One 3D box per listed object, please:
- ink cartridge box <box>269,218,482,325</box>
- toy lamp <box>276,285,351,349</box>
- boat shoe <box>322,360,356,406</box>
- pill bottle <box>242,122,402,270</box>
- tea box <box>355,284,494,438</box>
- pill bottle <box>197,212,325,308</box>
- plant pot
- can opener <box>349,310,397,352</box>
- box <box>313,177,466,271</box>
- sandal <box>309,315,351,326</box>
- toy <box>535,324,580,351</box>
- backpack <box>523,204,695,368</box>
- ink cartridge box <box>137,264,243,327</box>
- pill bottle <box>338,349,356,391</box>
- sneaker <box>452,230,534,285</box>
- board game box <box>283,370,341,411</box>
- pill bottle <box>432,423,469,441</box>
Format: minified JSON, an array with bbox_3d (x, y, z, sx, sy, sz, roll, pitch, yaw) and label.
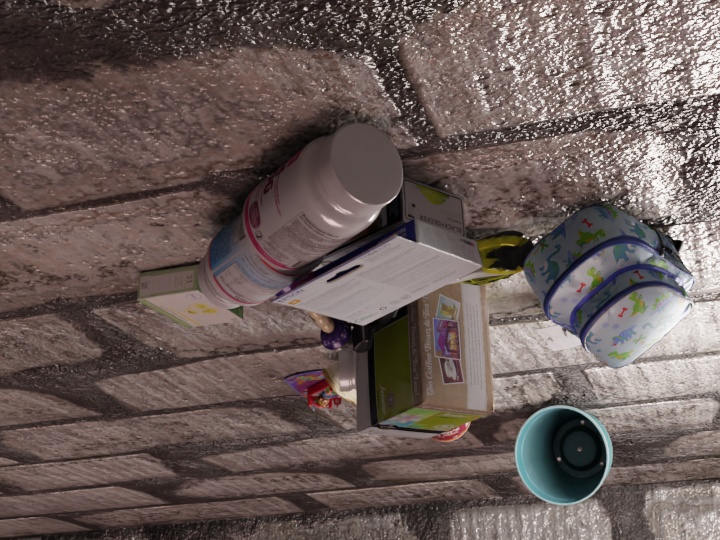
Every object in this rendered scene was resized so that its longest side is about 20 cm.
[{"bbox_3d":[0.018,0.000,1.496,0.195,0.044,0.199,-27,154,29],"label":"ink cartridge box"},{"bbox_3d":[-0.078,0.044,1.771,0.057,0.059,0.200,-11,141,25],"label":"toy lamp"},{"bbox_3d":[0.005,0.205,2.236,0.069,0.074,0.200,-38,152,9],"label":"boat shoe"},{"bbox_3d":[-0.043,-0.083,1.395,0.112,0.115,0.199,10,156,-30],"label":"pill bottle"},{"bbox_3d":[0.092,0.132,1.860,0.132,0.203,0.196,9,158,-27],"label":"tea box"},{"bbox_3d":[-0.130,-0.020,1.566,0.107,0.111,0.199,10,157,-30],"label":"pill bottle"},{"bbox_3d":[0.446,0.381,2.605,0.197,0.204,0.187,-11,173,23],"label":"plant pot"},{"bbox_3d":[0.029,0.056,1.759,0.062,0.080,0.200,-6,161,-18],"label":"can opener"},{"bbox_3d":[0.027,-0.047,1.575,0.116,0.061,0.199,14,155,-38],"label":"box"},{"bbox_3d":[-0.034,0.058,1.869,0.074,0.049,0.201,2,158,-11],"label":"sandal"},{"bbox_3d":[0.382,0.070,1.944,0.197,0.048,0.115,-14,154,20],"label":"toy"},{"bbox_3d":[0.328,0.019,1.621,0.199,0.148,0.183,28,118,-37],"label":"backpack"},{"bbox_3d":[-0.202,0.031,1.788,0.197,0.049,0.145,-7,159,21],"label":"ink cartridge box"},{"bbox_3d":[0.062,0.166,2.082,0.196,0.113,0.111,-1,160,0],"label":"pill bottle"},{"bbox_3d":[0.135,-0.006,1.674,0.196,0.076,0.085,0,160,-5],"label":"sneaker"},{"bbox_3d":[-0.055,0.236,2.358,0.155,0.040,0.200,-6,160,12],"label":"board game box"},{"bbox_3d":[0.153,0.247,2.310,0.108,0.111,0.200,-4,160,5],"label":"pill bottle"}]
